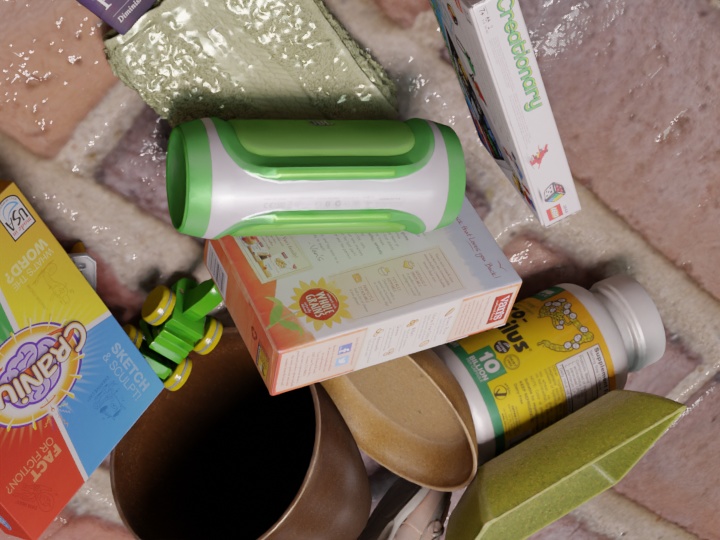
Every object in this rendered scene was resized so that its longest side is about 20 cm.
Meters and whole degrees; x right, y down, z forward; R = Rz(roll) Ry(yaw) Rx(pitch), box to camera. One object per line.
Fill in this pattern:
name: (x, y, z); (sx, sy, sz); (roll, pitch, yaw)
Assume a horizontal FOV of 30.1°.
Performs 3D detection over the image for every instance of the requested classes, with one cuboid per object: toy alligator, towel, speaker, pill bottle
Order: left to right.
toy alligator: (-0.169, 0.067, 1.048); (0.059, 0.054, 0.200); (33, 107, -28)
towel: (-0.072, -0.135, 0.947); (0.148, 0.037, 0.200); (-37, 130, 8)
speaker: (-0.031, -0.065, 0.937); (0.199, 0.089, 0.089); (-2, 126, -20)
pill bottle: (0.156, 0.079, 1.147); (0.199, 0.113, 0.113); (-23, 132, -17)

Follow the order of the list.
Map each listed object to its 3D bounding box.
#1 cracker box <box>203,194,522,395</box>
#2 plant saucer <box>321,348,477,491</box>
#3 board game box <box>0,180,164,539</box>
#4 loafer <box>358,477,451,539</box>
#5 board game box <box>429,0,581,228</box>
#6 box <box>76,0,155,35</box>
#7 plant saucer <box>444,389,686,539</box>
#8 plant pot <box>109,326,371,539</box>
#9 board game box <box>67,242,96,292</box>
cracker box: (0.000, 0.000, 0.992); (0.199, 0.134, 0.058); (-15, 145, -22)
plant saucer: (0.022, 0.094, 1.082); (0.035, 0.200, 0.201); (-45, 137, -27)
board game box: (-0.241, 0.063, 0.922); (0.153, 0.040, 0.200); (-52, 127, -30)
loafer: (0.035, 0.246, 1.187); (0.063, 0.200, 0.072); (48, 139, -9)
board game box: (0.096, -0.141, 0.953); (0.034, 0.126, 0.200); (-26, 131, -1)
box: (-0.134, -0.264, 0.798); (0.200, 0.079, 0.141); (-45, 126, 14)
plant saucer: (0.155, 0.174, 1.125); (0.199, 0.048, 0.200); (-27, 160, -19)
plant pot: (-0.072, 0.168, 1.104); (0.187, 0.187, 0.200); (-37, 146, 8)
board game box: (-0.303, 0.072, 1.017); (0.199, 0.026, 0.201); (-5, 127, -19)
